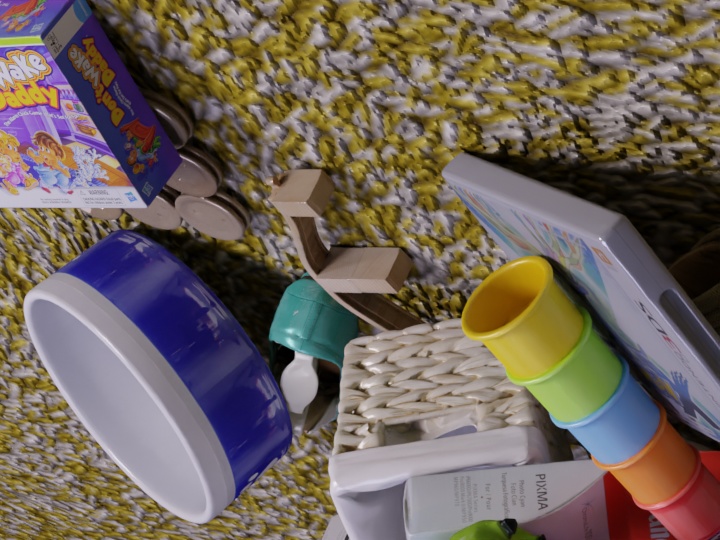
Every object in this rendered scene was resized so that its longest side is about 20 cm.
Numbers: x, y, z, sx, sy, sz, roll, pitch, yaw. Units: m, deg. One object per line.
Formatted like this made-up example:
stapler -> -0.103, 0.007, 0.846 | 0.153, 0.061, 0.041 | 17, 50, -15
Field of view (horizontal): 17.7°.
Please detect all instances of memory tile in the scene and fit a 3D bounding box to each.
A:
memory tile -> -0.173, -0.078, 1.494 | 0.199, 0.017, 0.153 | 10, 151, 29

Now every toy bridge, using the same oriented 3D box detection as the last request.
toy bridge -> 0.000, 0.000, 1.465 | 0.067, 0.027, 0.200 | 2, 147, 43

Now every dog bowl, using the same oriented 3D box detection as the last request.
dog bowl -> -0.140, 0.073, 1.596 | 0.200, 0.079, 0.200 | 42, 157, 22

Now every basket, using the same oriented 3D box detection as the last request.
basket -> 0.067, 0.134, 1.481 | 0.135, 0.124, 0.200 | -11, 137, 11

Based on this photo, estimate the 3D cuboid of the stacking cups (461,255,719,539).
stacking cups -> 0.134, 0.080, 1.292 | 0.060, 0.061, 0.200 | -5, 134, 48

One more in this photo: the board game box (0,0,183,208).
board game box -> -0.223, -0.102, 1.424 | 0.199, 0.045, 0.135 | 1, 134, 38

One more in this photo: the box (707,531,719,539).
box -> 0.257, 0.177, 1.285 | 0.097, 0.176, 0.200 | 63, -168, 5

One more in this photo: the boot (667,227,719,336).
boot -> 0.226, 0.049, 1.297 | 0.155, 0.073, 0.200 | 36, 162, -9

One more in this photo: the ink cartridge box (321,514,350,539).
ink cartridge box -> 0.051, 0.232, 1.815 | 0.116, 0.068, 0.200 | 33, 155, -14

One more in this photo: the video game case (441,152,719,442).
video game case -> 0.140, 0.021, 1.260 | 0.182, 0.022, 0.200 | 49, 172, -24

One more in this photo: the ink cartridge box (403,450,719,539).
ink cartridge box -> 0.134, 0.180, 1.405 | 0.199, 0.047, 0.160 | -5, 138, 7

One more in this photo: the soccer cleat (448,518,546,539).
soccer cleat -> 0.118, 0.205, 1.364 | 0.200, 0.068, 0.081 | 31, 133, -29

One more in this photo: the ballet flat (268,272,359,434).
ballet flat -> -0.039, 0.072, 1.590 | 0.067, 0.071, 0.200 | 21, 155, 8

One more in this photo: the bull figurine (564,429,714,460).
bull figurine -> 0.218, 0.157, 1.479 | 0.199, 0.065, 0.122 | 17, 116, 4
